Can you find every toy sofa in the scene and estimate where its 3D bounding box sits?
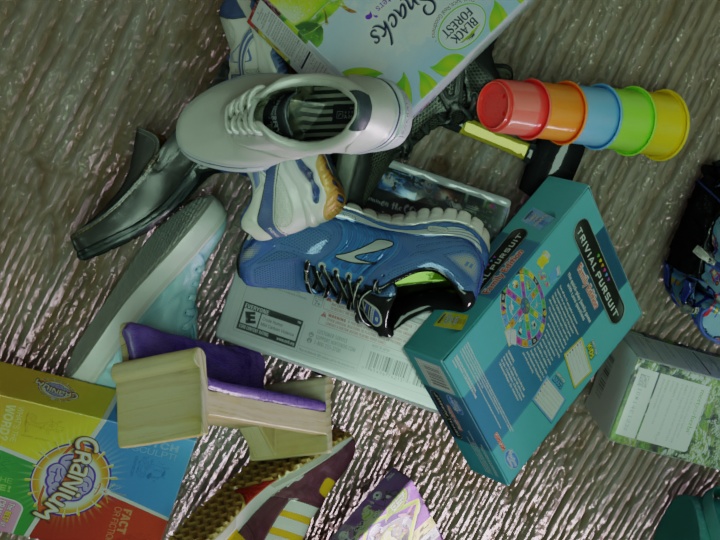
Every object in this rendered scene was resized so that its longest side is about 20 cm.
[{"bbox_3d":[-0.104,0.094,1.308,0.082,0.199,0.099,-10,75,29],"label":"toy sofa"}]

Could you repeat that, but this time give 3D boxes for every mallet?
[{"bbox_3d":[0.087,-0.109,1.370,0.197,0.041,0.067,15,100,-8],"label":"mallet"}]

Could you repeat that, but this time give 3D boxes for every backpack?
[{"bbox_3d":[0.357,0.013,1.354,0.181,0.200,0.136,20,102,-14],"label":"backpack"}]

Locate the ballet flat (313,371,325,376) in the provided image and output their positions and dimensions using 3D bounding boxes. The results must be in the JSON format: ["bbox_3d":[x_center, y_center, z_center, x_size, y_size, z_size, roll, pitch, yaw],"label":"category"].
[{"bbox_3d":[0.050,0.069,1.393,0.197,0.068,0.069,-4,93,-7],"label":"ballet flat"}]

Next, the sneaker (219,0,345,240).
[{"bbox_3d":[-0.084,-0.120,1.265,0.087,0.075,0.202,-23,70,8],"label":"sneaker"}]

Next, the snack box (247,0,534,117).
[{"bbox_3d":[0.032,-0.206,1.254,0.142,0.053,0.200,44,63,1],"label":"snack box"}]

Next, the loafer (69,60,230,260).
[{"bbox_3d":[-0.158,-0.085,1.328,0.199,0.073,0.073,-38,98,-6],"label":"loafer"}]

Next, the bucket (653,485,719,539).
[{"bbox_3d":[0.329,0.292,1.434,0.133,0.207,0.210,11,104,-4],"label":"bucket"}]

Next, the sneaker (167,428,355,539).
[{"bbox_3d":[-0.072,0.213,1.389,0.199,0.075,0.091,-35,112,-30],"label":"sneaker"}]

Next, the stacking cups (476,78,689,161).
[{"bbox_3d":[0.174,-0.123,1.321,0.198,0.060,0.061,1,108,-36],"label":"stacking cups"}]

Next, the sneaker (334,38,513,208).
[{"bbox_3d":[0.051,-0.124,1.309,0.113,0.076,0.201,26,80,3],"label":"sneaker"}]

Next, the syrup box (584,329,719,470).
[{"bbox_3d":[0.306,0.121,1.440,0.198,0.082,0.080,15,105,-12],"label":"syrup box"}]

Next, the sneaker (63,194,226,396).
[{"bbox_3d":[-0.158,0.030,1.361,0.082,0.074,0.200,33,108,-22],"label":"sneaker"}]

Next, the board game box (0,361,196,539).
[{"bbox_3d":[-0.247,0.158,1.368,0.197,0.041,0.154,14,126,-11],"label":"board game box"}]

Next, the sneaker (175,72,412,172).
[{"bbox_3d":[-0.061,-0.113,1.180,0.198,0.070,0.074,-5,82,33],"label":"sneaker"}]

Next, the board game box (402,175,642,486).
[{"bbox_3d":[0.136,0.048,1.346,0.200,0.047,0.152,-48,131,-23],"label":"board game box"}]

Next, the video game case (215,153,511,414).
[{"bbox_3d":[0.002,-0.001,1.348,0.198,0.023,0.184,18,88,2],"label":"video game case"}]

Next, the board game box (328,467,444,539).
[{"bbox_3d":[-0.010,0.277,1.405,0.200,0.032,0.121,-46,142,-18],"label":"board game box"}]

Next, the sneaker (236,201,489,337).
[{"bbox_3d":[0.000,0.000,1.279,0.197,0.090,0.079,0,142,8],"label":"sneaker"}]
